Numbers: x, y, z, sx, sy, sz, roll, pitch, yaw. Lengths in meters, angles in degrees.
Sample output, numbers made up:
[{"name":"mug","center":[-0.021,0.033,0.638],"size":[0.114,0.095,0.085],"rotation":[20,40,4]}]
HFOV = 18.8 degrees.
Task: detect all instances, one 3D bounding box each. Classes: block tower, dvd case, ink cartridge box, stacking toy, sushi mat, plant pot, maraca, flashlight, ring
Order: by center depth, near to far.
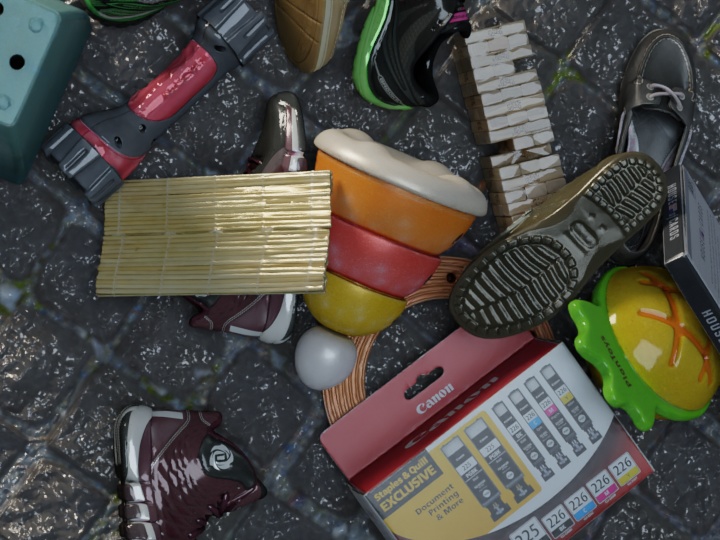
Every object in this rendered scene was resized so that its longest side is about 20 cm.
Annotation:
[{"name":"plant pot","center":[-0.282,-0.158,1.608],"size":[0.141,0.200,0.142],"rotation":[24,85,-11]},{"name":"sushi mat","center":[-0.113,-0.027,1.673],"size":[0.200,0.012,0.096],"rotation":[-1,73,23]},{"name":"flashlight","center":[-0.157,-0.140,1.699],"size":[0.200,0.068,0.068],"rotation":[-45,113,-5]},{"name":"stacking toy","center":[0.000,0.000,1.709],"size":[0.146,0.146,0.200],"rotation":[22,97,-11]},{"name":"ink cartridge box","center":[0.097,0.147,1.727],"size":[0.200,0.084,0.176],"rotation":[-38,98,-8]},{"name":"maraca","center":[0.226,0.062,1.730],"size":[0.107,0.200,0.137],"rotation":[-38,80,29]},{"name":"dvd case","center":[0.295,0.030,1.733],"size":[0.025,0.150,0.200],"rotation":[-27,113,20]},{"name":"block tower","center":[0.127,-0.099,1.764],"size":[0.058,0.054,0.200],"rotation":[-14,94,-10]},{"name":"ring","center":[0.066,0.088,1.772],"size":[0.200,0.019,0.201],"rotation":[0,90,-11]}]

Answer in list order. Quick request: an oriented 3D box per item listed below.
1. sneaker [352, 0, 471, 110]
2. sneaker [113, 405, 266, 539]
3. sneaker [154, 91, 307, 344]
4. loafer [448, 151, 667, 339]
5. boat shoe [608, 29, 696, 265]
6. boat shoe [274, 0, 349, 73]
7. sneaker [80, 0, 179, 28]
[{"name":"sneaker","center":[0.055,-0.221,1.713],"size":[0.084,0.077,0.200],"rotation":[20,114,19]},{"name":"sneaker","center":[-0.128,0.203,1.701],"size":[0.115,0.076,0.200],"rotation":[-3,91,-14]},{"name":"sneaker","center":[-0.103,-0.044,1.711],"size":[0.115,0.076,0.200],"rotation":[4,89,-6]},{"name":"loafer","center":[0.157,-0.019,1.713],"size":[0.200,0.067,0.076],"rotation":[-36,95,7]},{"name":"boat shoe","center":[0.240,-0.101,1.785],"size":[0.067,0.057,0.200],"rotation":[14,88,-11]},{"name":"boat shoe","center":[-0.020,-0.249,1.699],"size":[0.069,0.074,0.200],"rotation":[-17,131,-32]},{"name":"sneaker","center":[-0.121,-0.249,1.697],"size":[0.200,0.085,0.078],"rotation":[-31,96,-12]}]
